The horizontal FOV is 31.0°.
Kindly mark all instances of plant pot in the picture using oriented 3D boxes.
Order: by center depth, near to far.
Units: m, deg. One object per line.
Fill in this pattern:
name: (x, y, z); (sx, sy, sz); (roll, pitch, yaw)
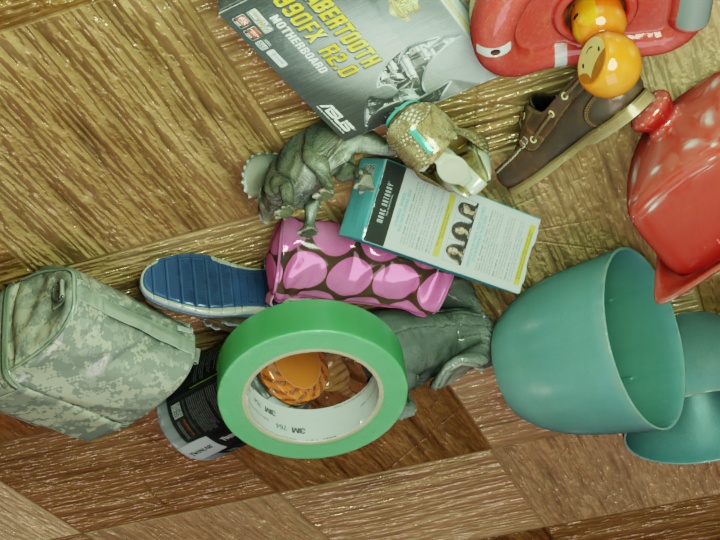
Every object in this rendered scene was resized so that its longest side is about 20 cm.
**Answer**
plant pot: (0.242, 0.090, 1.428); (0.161, 0.201, 0.200); (-16, 146, 33)
plant pot: (0.404, 0.129, 1.551); (0.199, 0.135, 0.200); (-3, 148, -2)

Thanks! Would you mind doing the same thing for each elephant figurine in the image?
elephant figurine: (0.096, 0.077, 1.471); (0.199, 0.155, 0.142); (-16, 104, 0)

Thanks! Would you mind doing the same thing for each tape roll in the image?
tape roll: (-0.051, 0.118, 1.367); (0.200, 0.048, 0.201); (-4, 133, -4)

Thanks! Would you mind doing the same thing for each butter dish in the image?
butter dish: (0.307, -0.105, 1.169); (0.148, 0.200, 0.199); (38, 134, -16)

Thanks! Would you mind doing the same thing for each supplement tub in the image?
supplement tub: (-0.137, 0.137, 1.507); (0.122, 0.123, 0.200); (24, 143, -36)

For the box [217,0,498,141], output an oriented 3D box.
box: (0.002, -0.202, 1.074); (0.158, 0.048, 0.200); (-19, 145, 23)

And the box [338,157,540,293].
box: (0.081, -0.043, 1.289); (0.199, 0.083, 0.049); (19, 177, -31)

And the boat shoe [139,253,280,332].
boat shoe: (-0.143, 0.034, 1.403); (0.199, 0.072, 0.072); (7, 147, -17)

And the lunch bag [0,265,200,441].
lunch bag: (-0.295, 0.083, 1.400); (0.167, 0.140, 0.200); (-24, 143, 30)

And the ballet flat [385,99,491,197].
ballet flat: (0.081, -0.097, 1.172); (0.070, 0.065, 0.200); (-43, 158, 15)

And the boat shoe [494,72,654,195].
boat shoe: (0.182, -0.137, 1.185); (0.070, 0.070, 0.200); (46, 141, -5)

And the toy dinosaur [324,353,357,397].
toy dinosaur: (-0.035, 0.132, 1.577); (0.106, 0.061, 0.200); (-10, 147, 7)

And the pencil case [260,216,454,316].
pencil case: (0.000, 0.000, 1.348); (0.199, 0.094, 0.091); (7, -177, -13)

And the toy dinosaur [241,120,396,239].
toy dinosaur: (-0.043, -0.098, 1.198); (0.200, 0.103, 0.077); (-36, 144, 27)

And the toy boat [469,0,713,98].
toy boat: (0.188, -0.193, 1.030); (0.199, 0.131, 0.131); (-7, 147, 3)
